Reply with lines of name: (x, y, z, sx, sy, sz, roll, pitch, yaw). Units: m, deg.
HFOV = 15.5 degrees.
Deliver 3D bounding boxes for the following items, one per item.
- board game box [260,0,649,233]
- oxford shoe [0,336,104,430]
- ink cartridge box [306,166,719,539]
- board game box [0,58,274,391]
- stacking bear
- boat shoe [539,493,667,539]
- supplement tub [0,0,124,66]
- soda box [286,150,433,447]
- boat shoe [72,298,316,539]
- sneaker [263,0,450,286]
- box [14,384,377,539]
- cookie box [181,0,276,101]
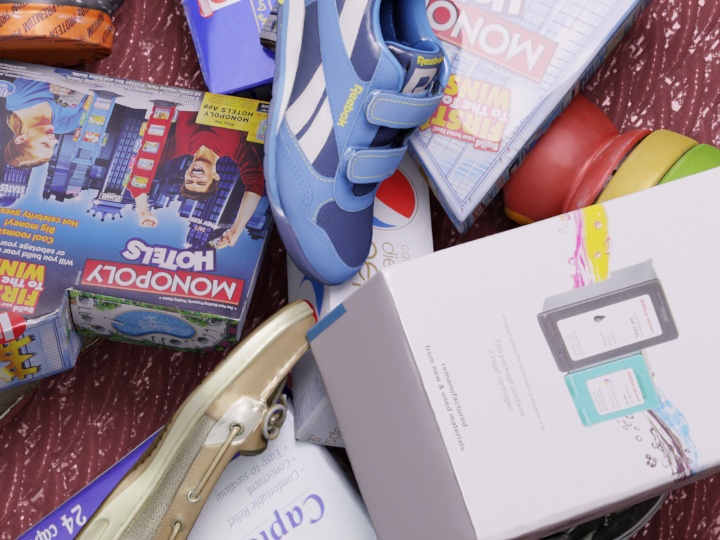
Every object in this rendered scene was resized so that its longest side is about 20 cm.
board game box: (0.052, -0.134, 1.462, 0.200, 0.062, 0.200, 24, 85, 6)
oxford shoe: (-0.185, 0.022, 1.531, 0.070, 0.075, 0.200, 38, 85, 8)
ink cartridge box: (0.102, 0.055, 1.354, 0.200, 0.147, 0.146, -17, 81, -20)
board game box: (-0.150, -0.013, 1.477, 0.200, 0.062, 0.200, 10, 57, 9)
stacking bear: (0.162, -0.030, 1.510, 0.200, 0.121, 0.114, 34, 97, 14)
boat shoe: (0.107, 0.129, 1.469, 0.200, 0.064, 0.071, -18, 75, -37)
supplement tub: (-0.191, -0.225, 1.535, 0.122, 0.123, 0.200, 0, 84, 2)
soda box: (0.000, 0.000, 1.486, 0.068, 0.064, 0.200, 10, 56, -20)
boat shoe: (-0.081, 0.104, 1.418, 0.063, 0.073, 0.201, 39, 88, 1)
sneaker: (0.000, -0.087, 1.392, 0.082, 0.074, 0.200, 9, 105, 25)
box: (-0.067, 0.183, 1.495, 0.184, 0.105, 0.200, -38, 84, -2)
cookie box: (-0.012, -0.201, 1.549, 0.200, 0.075, 0.171, -15, 83, 0)
